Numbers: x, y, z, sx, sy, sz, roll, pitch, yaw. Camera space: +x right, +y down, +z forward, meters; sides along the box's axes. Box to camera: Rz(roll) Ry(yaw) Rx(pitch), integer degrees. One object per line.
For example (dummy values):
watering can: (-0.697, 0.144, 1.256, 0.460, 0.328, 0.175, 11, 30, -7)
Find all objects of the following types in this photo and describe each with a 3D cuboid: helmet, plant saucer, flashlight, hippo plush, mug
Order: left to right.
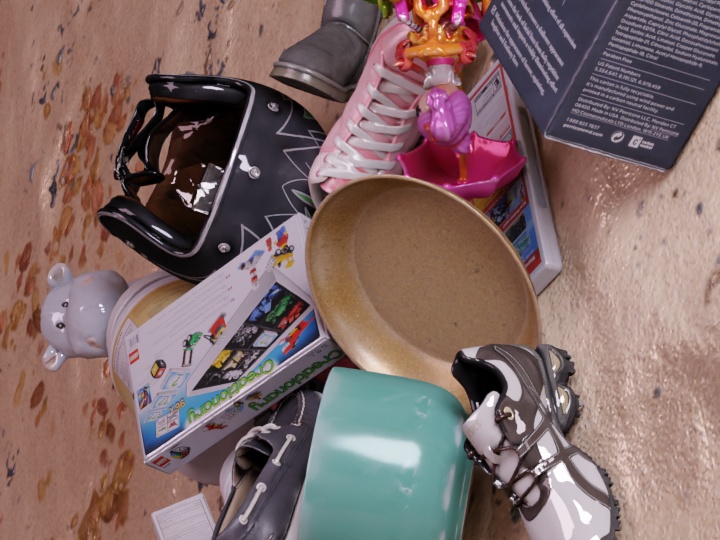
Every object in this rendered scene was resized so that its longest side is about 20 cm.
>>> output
hippo plush: (-0.220, 0.028, 2.071, 0.200, 0.160, 0.161, -4, 75, 62)
helmet: (-0.111, -0.073, 1.871, 0.189, 0.200, 0.202, 16, 93, 22)
flashlight: (-0.019, 0.069, 1.731, 0.200, 0.067, 0.068, -35, 83, 47)
mug: (0.026, 0.148, 1.583, 0.185, 0.113, 0.153, -67, -15, -67)
plant saucer: (0.052, 0.012, 1.582, 0.035, 0.200, 0.200, -43, -1, -44)

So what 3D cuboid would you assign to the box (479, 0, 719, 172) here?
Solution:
box: (0.184, -0.196, 1.446, 0.201, 0.106, 0.149, -63, 30, 28)

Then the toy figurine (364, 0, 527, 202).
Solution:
toy figurine: (0.066, -0.144, 1.573, 0.200, 0.149, 0.186, 46, -143, -73)

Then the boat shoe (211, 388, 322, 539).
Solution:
boat shoe: (-0.070, 0.152, 1.644, 0.074, 0.060, 0.201, -46, 19, 37)

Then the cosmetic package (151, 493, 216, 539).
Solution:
cosmetic package: (-0.111, 0.287, 1.744, 0.083, 0.050, 0.201, -122, 13, -64)

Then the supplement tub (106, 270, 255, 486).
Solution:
supplement tub: (-0.139, 0.088, 1.907, 0.200, 0.143, 0.146, 41, 115, 61)

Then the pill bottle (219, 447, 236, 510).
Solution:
pill bottle: (-0.048, 0.218, 1.715, 0.109, 0.108, 0.200, -65, 29, 22)

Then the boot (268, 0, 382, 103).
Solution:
boot: (-0.007, -0.244, 1.821, 0.182, 0.072, 0.202, -28, -41, -79)

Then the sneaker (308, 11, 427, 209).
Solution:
sneaker: (0.017, -0.111, 1.740, 0.201, 0.075, 0.105, -56, 10, 48)

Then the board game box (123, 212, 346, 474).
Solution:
board game box: (-0.102, 0.059, 1.733, 0.199, 0.035, 0.127, -34, 49, 25)

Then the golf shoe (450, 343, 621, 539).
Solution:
golf shoe: (0.110, 0.133, 1.462, 0.078, 0.094, 0.201, -55, 36, 34)

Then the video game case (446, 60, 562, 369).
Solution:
video game case: (0.094, -0.045, 1.654, 0.143, 0.017, 0.201, -49, 38, 43)
